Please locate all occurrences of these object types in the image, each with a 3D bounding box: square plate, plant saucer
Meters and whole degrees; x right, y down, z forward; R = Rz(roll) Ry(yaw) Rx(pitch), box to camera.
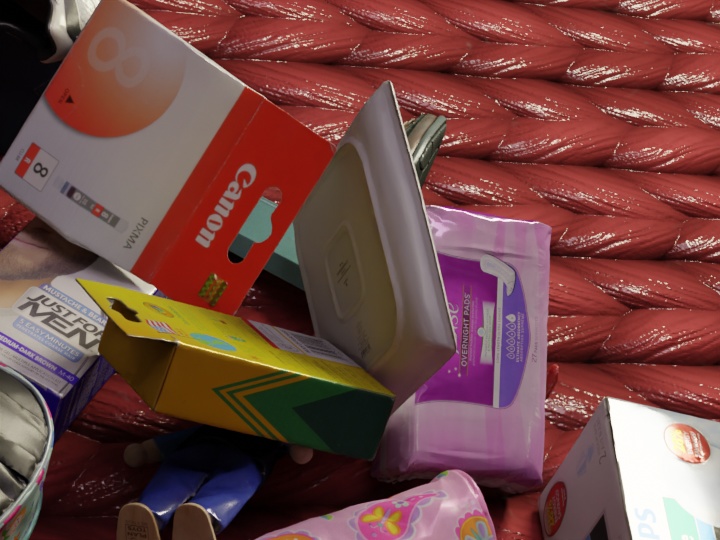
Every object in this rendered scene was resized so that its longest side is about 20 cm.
[{"bbox_3d":[0.000,0.000,1.303,0.028,0.200,0.200,-4,68,-23],"label":"square plate"},{"bbox_3d":[-0.046,-0.016,1.459,0.199,0.019,0.070,27,37,25],"label":"plant saucer"}]

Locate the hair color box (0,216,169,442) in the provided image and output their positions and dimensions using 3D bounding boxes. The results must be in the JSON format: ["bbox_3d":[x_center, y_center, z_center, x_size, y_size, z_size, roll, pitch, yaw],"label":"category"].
[{"bbox_3d":[-0.215,0.028,1.322,0.109,0.065,0.200,28,38,6],"label":"hair color box"}]

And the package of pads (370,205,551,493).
[{"bbox_3d":[0.074,0.059,1.359,0.119,0.076,0.203,8,78,-23],"label":"package of pads"}]

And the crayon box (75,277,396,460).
[{"bbox_3d":[-0.091,0.065,1.237,0.198,0.051,0.127,16,9,-28],"label":"crayon box"}]

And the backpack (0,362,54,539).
[{"bbox_3d":[-0.289,0.119,1.112,0.198,0.152,0.178,22,41,8],"label":"backpack"}]

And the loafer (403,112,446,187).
[{"bbox_3d":[0.018,-0.080,1.559,0.062,0.072,0.201,22,41,7],"label":"loafer"}]

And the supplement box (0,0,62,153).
[{"bbox_3d":[-0.317,-0.209,1.474,0.198,0.135,0.201,-3,47,-31],"label":"supplement box"}]

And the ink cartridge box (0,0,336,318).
[{"bbox_3d":[-0.141,-0.075,1.303,0.199,0.163,0.050,35,5,18],"label":"ink cartridge box"}]

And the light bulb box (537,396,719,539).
[{"bbox_3d":[0.247,0.217,1.302,0.198,0.125,0.199,13,41,-15],"label":"light bulb box"}]

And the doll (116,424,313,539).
[{"bbox_3d":[-0.099,0.131,1.250,0.135,0.049,0.200,-1,19,19],"label":"doll"}]

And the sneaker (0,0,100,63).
[{"bbox_3d":[-0.265,-0.228,1.357,0.199,0.076,0.088,38,41,14],"label":"sneaker"}]

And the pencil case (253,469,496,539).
[{"bbox_3d":[-0.004,0.197,1.210,0.198,0.088,0.088,-17,54,-30],"label":"pencil case"}]

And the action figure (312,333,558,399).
[{"bbox_3d":[0.054,0.065,1.430,0.198,0.052,0.066,4,36,-20],"label":"action figure"}]
